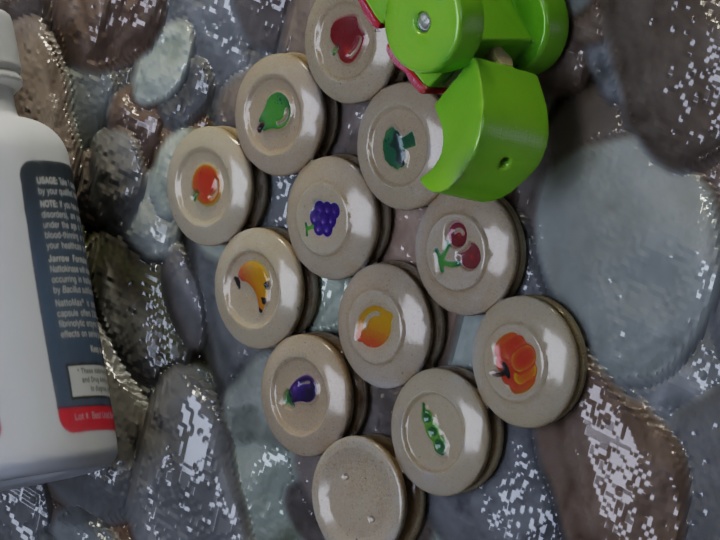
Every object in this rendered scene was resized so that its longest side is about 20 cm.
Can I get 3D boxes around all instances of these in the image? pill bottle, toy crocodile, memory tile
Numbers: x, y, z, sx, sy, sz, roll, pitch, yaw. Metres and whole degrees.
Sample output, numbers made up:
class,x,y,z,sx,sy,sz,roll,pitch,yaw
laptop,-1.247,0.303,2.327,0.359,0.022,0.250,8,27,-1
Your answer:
class,x,y,z,sx,sy,sz,roll,pitch,yaw
pill bottle,-0.177,-0.005,1.169,0.119,0.119,0.202,-15,82,41
toy crocodile,0.018,-0.120,1.022,0.062,0.067,0.201,-40,67,36
memory tile,0.000,0.000,1.080,0.153,0.017,0.201,-42,66,35
